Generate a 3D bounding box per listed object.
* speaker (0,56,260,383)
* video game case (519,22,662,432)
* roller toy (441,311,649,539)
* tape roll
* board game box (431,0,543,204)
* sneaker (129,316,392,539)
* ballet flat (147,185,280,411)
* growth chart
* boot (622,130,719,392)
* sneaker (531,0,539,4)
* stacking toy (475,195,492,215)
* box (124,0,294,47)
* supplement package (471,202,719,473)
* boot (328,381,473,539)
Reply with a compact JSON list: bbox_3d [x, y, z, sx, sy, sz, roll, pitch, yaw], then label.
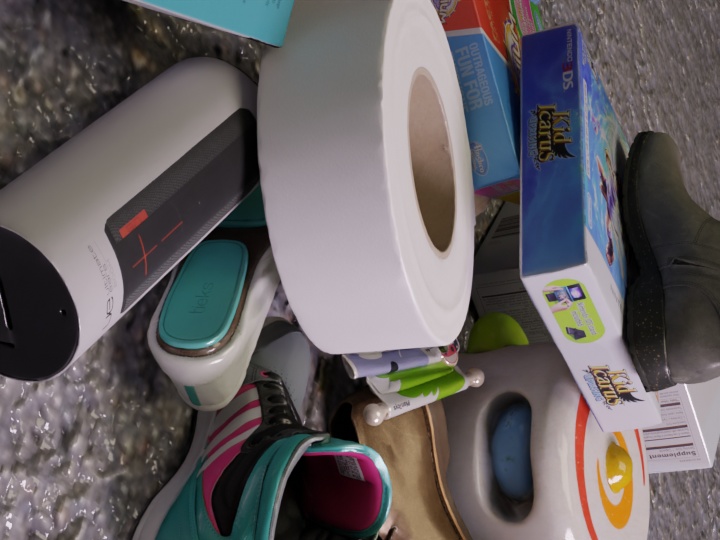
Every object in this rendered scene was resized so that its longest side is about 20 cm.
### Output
[{"bbox_3d":[-0.117,-0.031,0.667,0.200,0.080,0.082,-50,125,-53],"label":"speaker"},{"bbox_3d":[0.152,-0.027,0.911,0.182,0.045,0.202,56,30,-46],"label":"video game case"},{"bbox_3d":[0.127,0.146,0.985,0.183,0.138,0.202,-54,128,-51],"label":"roller toy"},{"bbox_3d":[0.010,-0.056,0.777,0.202,0.070,0.205,-6,90,-73],"label":"tape roll"},{"bbox_3d":[0.099,-0.125,0.959,0.200,0.040,0.155,1,73,-69],"label":"board game box"},{"bbox_3d":[-0.036,0.096,0.731,0.084,0.120,0.201,58,36,-34],"label":"sneaker"},{"bbox_3d":[-0.067,-0.004,0.770,0.070,0.069,0.201,59,32,-33],"label":"ballet flat"},{"bbox_3d":[0.000,0.000,0.873,0.144,0.018,0.202,-21,88,-52],"label":"growth chart"},{"bbox_3d":[0.236,-0.012,0.874,0.068,0.129,0.202,56,31,-46],"label":"boot"},{"bbox_3d":[0.109,-0.213,1.111,0.074,0.081,0.202,-46,124,-56],"label":"sneaker"},{"bbox_3d":[0.047,-0.138,0.990,0.085,0.085,0.202,28,55,-55],"label":"stacking toy"},{"bbox_3d":[-0.122,-0.156,0.650,0.199,0.082,0.050,8,101,-51],"label":"box"},{"bbox_3d":[0.201,0.042,1.131,0.202,0.149,0.152,67,31,-22],"label":"supplement package"},{"bbox_3d":[0.027,0.171,0.891,0.075,0.073,0.202,-13,87,-45],"label":"boot"}]
